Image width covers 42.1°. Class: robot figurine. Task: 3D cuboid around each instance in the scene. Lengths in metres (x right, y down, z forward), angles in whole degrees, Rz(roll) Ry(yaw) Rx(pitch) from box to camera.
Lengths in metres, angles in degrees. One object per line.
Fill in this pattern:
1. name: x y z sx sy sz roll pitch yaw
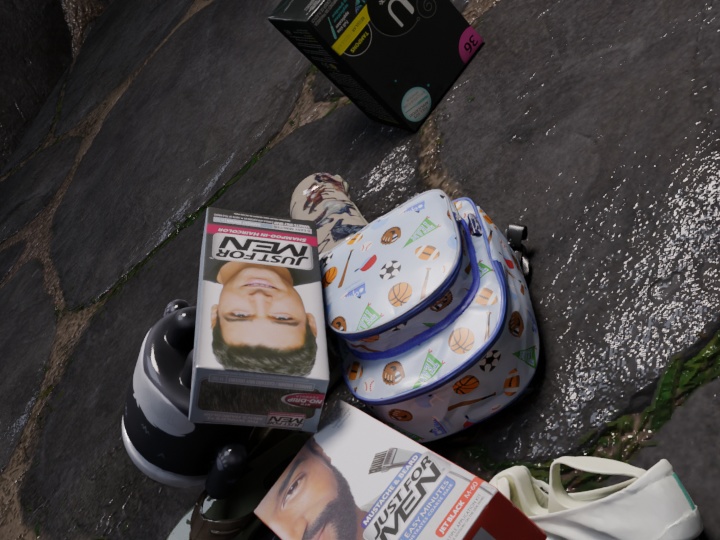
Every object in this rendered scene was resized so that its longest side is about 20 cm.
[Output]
1. robot figurine: -0.147 0.113 0.856 0.151 0.124 0.200 -72 7 -47

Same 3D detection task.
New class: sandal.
1. sandal: -0.123 0.222 0.891 0.201 0.057 0.080 -44 48 6

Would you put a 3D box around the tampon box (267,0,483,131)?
1. tampon box: 0.020 -0.298 1.156 0.150 0.200 0.126 -53 31 -4

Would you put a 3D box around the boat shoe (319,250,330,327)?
1. boat shoe: 0.000 0.000 0.914 0.199 0.069 0.072 -19 73 -7

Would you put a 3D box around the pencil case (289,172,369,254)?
1. pencil case: -0.024 -0.043 1.053 0.089 0.078 0.200 -32 32 1

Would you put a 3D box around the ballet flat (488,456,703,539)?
1. ballet flat: 0.129 0.159 0.632 0.199 0.069 0.070 -17 43 38

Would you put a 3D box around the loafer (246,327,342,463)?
1. loafer: -0.088 0.126 0.954 0.200 0.070 0.075 -53 31 -6

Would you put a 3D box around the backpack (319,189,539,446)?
1. backpack: 0.059 0.041 0.793 0.200 0.154 0.191 -35 43 17

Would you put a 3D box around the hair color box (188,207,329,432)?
1. hair color box: -0.083 0.034 0.759 0.200 0.098 0.061 -98 18 -51

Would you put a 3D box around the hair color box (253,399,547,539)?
1. hair color box: 0.018 0.173 0.639 0.111 0.064 0.200 -52 28 -13
